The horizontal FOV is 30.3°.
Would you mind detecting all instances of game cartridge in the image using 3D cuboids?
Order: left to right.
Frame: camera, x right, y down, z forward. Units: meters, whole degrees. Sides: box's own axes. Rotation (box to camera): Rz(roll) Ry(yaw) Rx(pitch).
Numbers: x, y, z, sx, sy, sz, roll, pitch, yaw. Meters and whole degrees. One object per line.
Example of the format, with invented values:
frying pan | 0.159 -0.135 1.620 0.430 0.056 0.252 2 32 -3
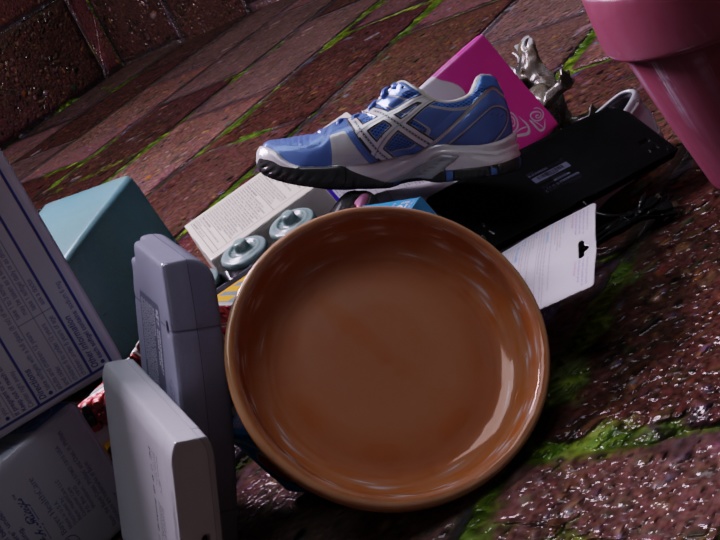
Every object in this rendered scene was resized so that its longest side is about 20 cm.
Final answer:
game cartridge | -0.115 0.084 0.869 0.040 0.202 0.133 -7 12 -15

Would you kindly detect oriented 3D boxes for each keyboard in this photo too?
keyboard | 0.160 -0.055 1.013 0.199 0.021 0.127 -27 50 -20

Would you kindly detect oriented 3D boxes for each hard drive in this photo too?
hard drive | -0.122 0.140 0.818 0.026 0.133 0.200 -9 12 -20

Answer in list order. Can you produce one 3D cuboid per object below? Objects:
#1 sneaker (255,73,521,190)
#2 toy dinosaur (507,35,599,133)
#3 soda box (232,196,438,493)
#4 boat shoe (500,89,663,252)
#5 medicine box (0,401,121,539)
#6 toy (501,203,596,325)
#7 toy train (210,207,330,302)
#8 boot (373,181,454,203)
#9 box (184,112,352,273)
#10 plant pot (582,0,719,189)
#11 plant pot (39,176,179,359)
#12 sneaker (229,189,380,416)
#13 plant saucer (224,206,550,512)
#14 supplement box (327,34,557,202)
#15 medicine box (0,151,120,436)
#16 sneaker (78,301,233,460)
sneaker | 0.019 -0.101 1.000 0.198 0.078 0.076 -5 4 4
toy dinosaur | 0.159 -0.127 1.249 0.102 0.077 0.201 -15 48 54
soda box | -0.004 0.049 0.893 0.064 0.068 0.201 -5 47 51
boat shoe | 0.171 -0.081 1.086 0.199 0.069 0.072 -35 19 -20
medicine box | -0.299 0.194 0.972 0.181 0.103 0.200 -7 26 48
toy | 0.085 0.038 0.926 0.199 0.047 0.115 -26 23 23
toy train | -0.077 0.017 1.174 0.199 0.086 0.114 -34 28 -16
boot | 0.000 0.000 1.045 0.199 0.096 0.074 -23 -19 -2
box | -0.059 -0.057 1.287 0.199 0.078 0.095 -35 33 -5
plant pot | 0.284 -0.166 0.972 0.199 0.180 0.200 -25 18 8
plant pot | -0.292 0.031 1.355 0.141 0.142 0.200 -14 30 37
sneaker | -0.052 0.024 0.976 0.095 0.079 0.201 18 72 31
plant saucer | 0.016 0.055 0.820 0.200 0.200 0.038 -34 -21 -19
supplement box | 0.062 -0.100 1.140 0.101 0.103 0.200 -43 2 -26
medicine box | -0.303 0.031 0.934 0.199 0.183 0.103 -31 18 -13
sneaker | -0.161 0.085 1.076 0.199 0.078 0.082 -34 9 18
